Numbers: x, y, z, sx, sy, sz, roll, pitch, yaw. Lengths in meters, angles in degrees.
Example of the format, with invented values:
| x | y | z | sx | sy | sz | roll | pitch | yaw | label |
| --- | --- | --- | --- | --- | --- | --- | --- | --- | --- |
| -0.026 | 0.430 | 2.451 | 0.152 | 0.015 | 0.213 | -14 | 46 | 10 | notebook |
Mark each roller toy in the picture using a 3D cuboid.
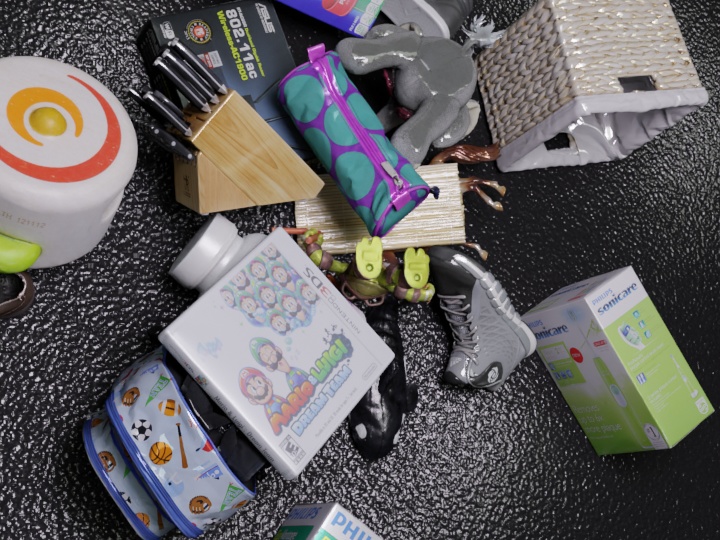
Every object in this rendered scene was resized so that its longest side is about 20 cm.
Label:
| x | y | z | sx | sy | sz | roll | pitch | yaw | label |
| --- | --- | --- | --- | --- | --- | --- | --- | --- | --- |
| -0.317 | -0.110 | 1.134 | 0.182 | 0.140 | 0.200 | -19 | 69 | -38 | roller toy |

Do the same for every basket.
| x | y | z | sx | sy | sz | roll | pitch | yaw | label |
| --- | --- | --- | --- | --- | --- | --- | --- | --- | --- |
| 0.274 | -0.231 | 1.434 | 0.198 | 0.200 | 0.161 | -8 | 76 | -27 | basket |

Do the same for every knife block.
| x | y | z | sx | sy | sz | roll | pitch | yaw | label |
| --- | --- | --- | --- | --- | --- | --- | --- | --- | --- |
| -0.136 | -0.152 | 1.190 | 0.199 | 0.064 | 0.176 | -10 | 112 | -31 | knife block |

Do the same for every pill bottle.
| x | y | z | sx | sy | sz | roll | pitch | yaw | label |
| --- | --- | --- | --- | --- | --- | --- | --- | --- | --- |
| -0.101 | 0.032 | 1.242 | 0.200 | 0.112 | 0.112 | 39 | 65 | -12 | pill bottle |

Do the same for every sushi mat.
| x | y | z | sx | sy | sz | roll | pitch | yaw | label |
| --- | --- | --- | --- | --- | --- | --- | --- | --- | --- |
| 0.022 | -0.070 | 1.345 | 0.199 | 0.012 | 0.096 | -5 | 78 | -8 | sushi mat |

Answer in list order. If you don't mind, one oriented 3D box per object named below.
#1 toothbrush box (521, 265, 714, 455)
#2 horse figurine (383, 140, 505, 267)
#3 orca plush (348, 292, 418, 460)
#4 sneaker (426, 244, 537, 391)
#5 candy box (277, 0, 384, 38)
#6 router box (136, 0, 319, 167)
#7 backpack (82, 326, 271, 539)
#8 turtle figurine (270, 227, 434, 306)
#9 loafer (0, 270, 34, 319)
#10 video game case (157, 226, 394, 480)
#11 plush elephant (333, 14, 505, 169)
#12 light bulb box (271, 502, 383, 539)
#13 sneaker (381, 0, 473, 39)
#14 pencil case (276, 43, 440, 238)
| x | y | z | sx | sy | sz | roll | pitch | yaw | label |
| --- | --- | --- | --- | --- | --- | --- | --- | --- | --- |
| 0.302 | 0.111 | 1.394 | 0.086 | 0.146 | 0.200 | -31 | 93 | -27 | toothbrush box |
| 0.098 | -0.070 | 1.388 | 0.132 | 0.050 | 0.201 | 22 | 78 | -5 | horse figurine |
| 0.038 | 0.109 | 1.311 | 0.105 | 0.071 | 0.201 | 28 | 68 | -17 | orca plush |
| 0.121 | 0.070 | 1.340 | 0.200 | 0.075 | 0.116 | 47 | 71 | -30 | sneaker |
| -0.047 | -0.377 | 1.304 | 0.199 | 0.077 | 0.169 | 18 | 110 | -32 | candy box |
| -0.142 | -0.194 | 1.301 | 0.149 | 0.062 | 0.201 | -19 | 87 | -29 | router box |
| -0.180 | 0.169 | 1.131 | 0.154 | 0.190 | 0.200 | -40 | 96 | -11 | backpack |
| 0.000 | 0.000 | 1.255 | 0.199 | 0.161 | 0.065 | 27 | 77 | -12 | turtle figurine |
| -0.411 | 0.022 | 1.121 | 0.199 | 0.071 | 0.073 | -14 | 84 | -27 | loafer |
| -0.075 | 0.075 | 1.140 | 0.182 | 0.024 | 0.200 | 48 | 45 | -5 | video game case |
| 0.066 | -0.208 | 1.363 | 0.200 | 0.155 | 0.165 | -35 | 85 | -20 | plush elephant |
| -0.027 | 0.373 | 1.192 | 0.198 | 0.125 | 0.200 | 40 | 66 | -12 | light bulb box |
| 0.058 | -0.364 | 1.438 | 0.200 | 0.071 | 0.099 | 49 | 49 | 0 | sneaker |
| -0.006 | -0.136 | 1.242 | 0.085 | 0.092 | 0.200 | -29 | 75 | -21 | pencil case |
